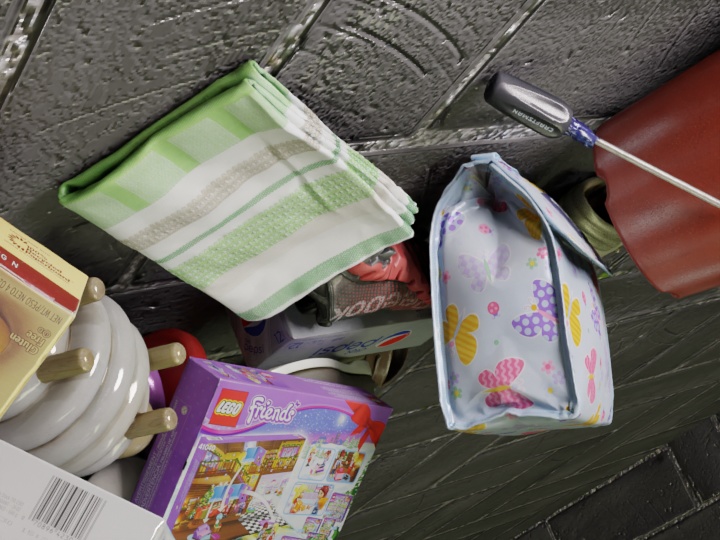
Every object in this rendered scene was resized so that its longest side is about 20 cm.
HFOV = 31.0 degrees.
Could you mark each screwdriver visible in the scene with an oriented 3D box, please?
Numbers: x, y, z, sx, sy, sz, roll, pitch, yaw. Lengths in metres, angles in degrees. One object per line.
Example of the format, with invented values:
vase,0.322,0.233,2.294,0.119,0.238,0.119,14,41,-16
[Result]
screwdriver,0.169,-0.077,0.872,0.029,0.199,0.028,-56,-166,17

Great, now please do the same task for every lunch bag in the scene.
lunch bag,0.127,0.020,0.992,0.126,0.203,0.169,-9,168,19

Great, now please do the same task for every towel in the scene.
towel,-0.067,-0.036,0.798,0.148,0.031,0.200,-32,146,16

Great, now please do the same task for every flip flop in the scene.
flip flop,0.025,0.075,1.232,0.198,0.058,0.081,-27,161,7

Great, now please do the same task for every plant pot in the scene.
plant pot,0.290,-0.084,0.960,0.194,0.203,0.200,-25,163,31

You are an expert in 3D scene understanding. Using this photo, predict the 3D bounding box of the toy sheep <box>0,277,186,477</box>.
toy sheep,-0.198,0.065,0.827,0.137,0.139,0.200,-28,136,11

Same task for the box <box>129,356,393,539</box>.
box,-0.071,0.145,0.950,0.199,0.039,0.138,17,98,-51

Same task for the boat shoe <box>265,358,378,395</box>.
boat shoe,-0.039,0.108,1.049,0.071,0.061,0.201,-20,168,22

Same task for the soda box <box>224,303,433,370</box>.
soda box,-0.009,0.031,1.061,0.199,0.064,0.068,-7,157,-43

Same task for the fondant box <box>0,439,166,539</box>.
fondant box,-0.200,0.183,0.829,0.201,0.143,0.059,107,9,-59

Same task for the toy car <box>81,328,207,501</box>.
toy car,-0.176,0.117,0.986,0.199,0.174,0.152,-4,118,-46

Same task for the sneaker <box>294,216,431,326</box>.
sneaker,0.000,0.000,0.981,0.097,0.071,0.200,-31,158,18

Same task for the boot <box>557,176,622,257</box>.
boot,0.193,-0.017,1.180,0.154,0.073,0.199,-38,157,27

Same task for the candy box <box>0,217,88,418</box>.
candy box,-0.244,0.055,0.667,0.201,0.115,0.055,-51,-165,14
